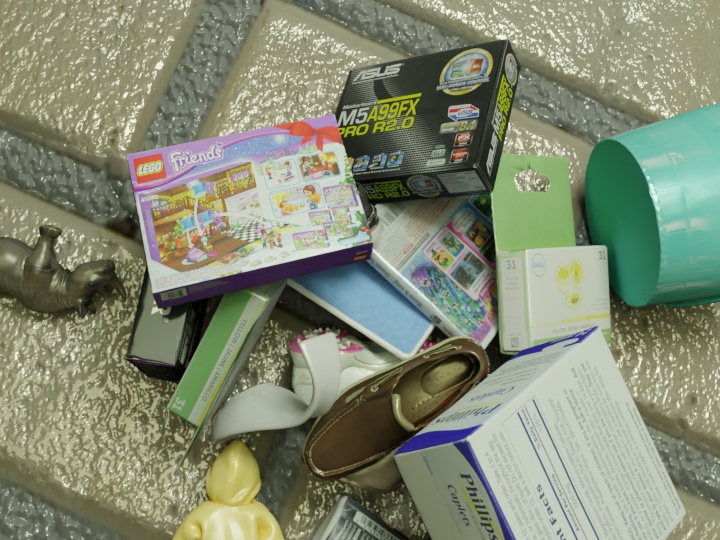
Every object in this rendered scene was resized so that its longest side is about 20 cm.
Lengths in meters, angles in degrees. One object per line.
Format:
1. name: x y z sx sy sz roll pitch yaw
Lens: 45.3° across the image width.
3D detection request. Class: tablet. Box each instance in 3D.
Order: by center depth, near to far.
1. tablet: 0.000 0.000 0.912 0.198 0.014 0.130 32 54 12

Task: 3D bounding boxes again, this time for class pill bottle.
1. pill bottle: 0.037 0.318 0.832 0.198 0.106 0.107 35 76 2

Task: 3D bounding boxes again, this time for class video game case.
1. video game case: 0.107 -0.033 0.927 0.182 0.024 0.200 42 55 4

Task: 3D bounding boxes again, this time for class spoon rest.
1. spoon rest: -0.077 0.128 0.819 0.098 0.200 0.062 -14 71 -38

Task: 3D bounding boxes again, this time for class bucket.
1. bucket: 0.332 -0.062 0.905 0.132 0.207 0.212 -11 78 -6

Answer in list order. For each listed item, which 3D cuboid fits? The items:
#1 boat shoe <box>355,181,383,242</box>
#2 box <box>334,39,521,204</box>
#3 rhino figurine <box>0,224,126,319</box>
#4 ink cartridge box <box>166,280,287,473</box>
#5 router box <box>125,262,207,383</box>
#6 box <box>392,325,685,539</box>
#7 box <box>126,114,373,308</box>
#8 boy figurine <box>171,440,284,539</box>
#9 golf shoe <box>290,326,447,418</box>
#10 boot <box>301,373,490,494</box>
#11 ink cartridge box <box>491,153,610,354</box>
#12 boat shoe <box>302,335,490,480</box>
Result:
1. boat shoe: -0.068 -0.063 0.880 0.197 0.061 0.074 10 46 38
2. box: 0.057 -0.151 0.900 0.197 0.044 0.163 -2 59 34
3. rhino figurine: -0.334 -0.004 0.889 0.196 0.060 0.089 20 90 -3
4. ink cartridge box: -0.131 0.080 0.800 0.047 0.200 0.147 28 101 1
5. router box: -0.178 0.002 0.859 0.050 0.149 0.204 10 76 -4
6. box: 0.154 0.180 0.726 0.198 0.104 0.187 -28 93 -39
7. box: -0.099 -0.056 0.773 0.196 0.039 0.139 -12 68 -11
8. boy figurine: -0.132 0.272 0.846 0.121 0.065 0.205 -2 77 -6
9. golf shoe: 0.021 0.111 0.905 0.195 0.075 0.094 3 103 -10
10. boot: 0.054 0.148 0.863 0.196 0.070 0.149 15 106 -20
11. ink cartridge box: 0.198 -0.020 0.896 0.144 0.047 0.205 -3 90 -42
12. boat shoe: 0.030 0.125 0.795 0.201 0.075 0.075 -37 89 1
